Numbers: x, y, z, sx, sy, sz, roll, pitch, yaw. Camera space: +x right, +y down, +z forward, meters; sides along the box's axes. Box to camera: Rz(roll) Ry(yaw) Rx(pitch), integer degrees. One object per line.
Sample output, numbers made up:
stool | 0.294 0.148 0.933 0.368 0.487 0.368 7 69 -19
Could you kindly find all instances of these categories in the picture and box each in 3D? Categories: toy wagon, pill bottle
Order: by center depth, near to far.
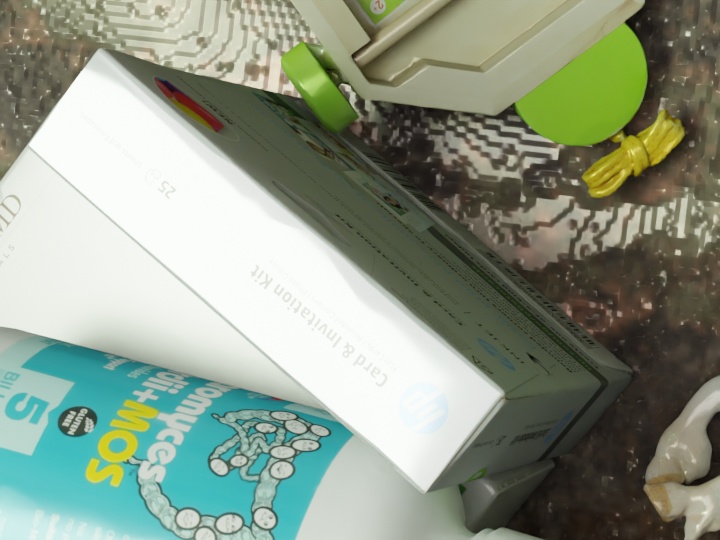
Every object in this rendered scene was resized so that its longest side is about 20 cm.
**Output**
pill bottle | -0.043 0.091 0.789 0.199 0.111 0.111 14 94 17
toy wagon | 0.036 -0.112 0.866 0.155 0.040 0.200 -36 106 3

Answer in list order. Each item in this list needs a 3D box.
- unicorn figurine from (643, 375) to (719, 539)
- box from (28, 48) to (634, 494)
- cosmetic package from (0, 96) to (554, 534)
unicorn figurine | 0.162 0.055 0.841 0.137 0.074 0.200 -34 95 4
box | 0.000 0.000 0.816 0.156 0.200 0.041 41 99 12
cosmetic package | -0.046 0.043 0.891 0.200 0.085 0.108 40 103 12
